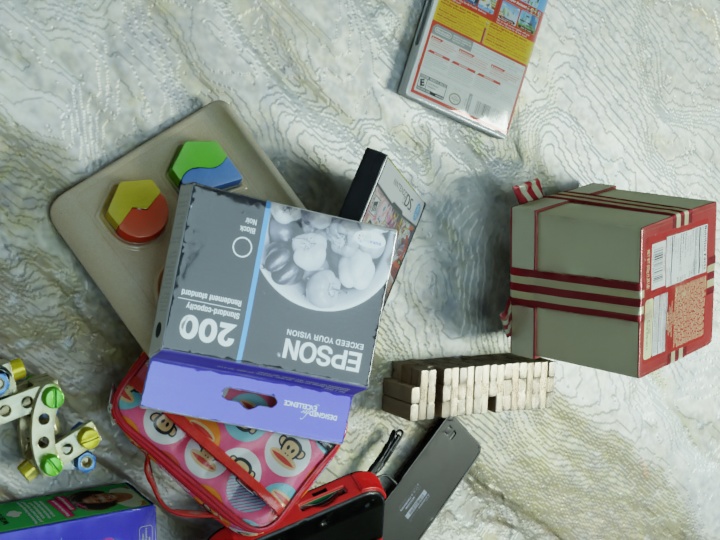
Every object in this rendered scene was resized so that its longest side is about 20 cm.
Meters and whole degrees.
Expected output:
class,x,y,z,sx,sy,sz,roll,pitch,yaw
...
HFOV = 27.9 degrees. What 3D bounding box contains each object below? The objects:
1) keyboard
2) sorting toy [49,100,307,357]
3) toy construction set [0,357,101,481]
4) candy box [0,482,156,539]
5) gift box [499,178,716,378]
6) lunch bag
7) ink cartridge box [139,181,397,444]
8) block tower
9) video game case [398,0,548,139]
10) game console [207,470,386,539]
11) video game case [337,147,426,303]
class,x,y,z,sx,sy,sz,roll,pitch,yaw
keyboard,0.041,0.232,1.536,0.201,0.021,0.127,-52,126,-16
sorting toy,-0.151,-0.037,1.313,0.199,0.036,0.186,-36,86,-21
toy construction set,-0.326,0.150,1.250,0.199,0.092,0.133,-26,110,-39
candy box,-0.286,0.295,1.300,0.198,0.077,0.171,-6,102,-33
gift box,0.250,0.000,1.531,0.199,0.185,0.187,-9,105,-47
lunch bag,-0.129,0.144,1.335,0.200,0.082,0.177,40,75,1
ink cartridge box,-0.079,0.041,1.273,0.196,0.043,0.202,12,87,-19
block tower,0.122,0.122,1.549,0.198,0.058,0.055,-3,100,-34
video game case,0.126,-0.255,1.515,0.142,0.017,0.202,19,87,-33
game console,-0.065,0.290,1.428,0.198,0.031,0.178,-19,136,-23
video game case,0.000,0.000,1.405,0.202,0.025,0.181,-68,163,-6
